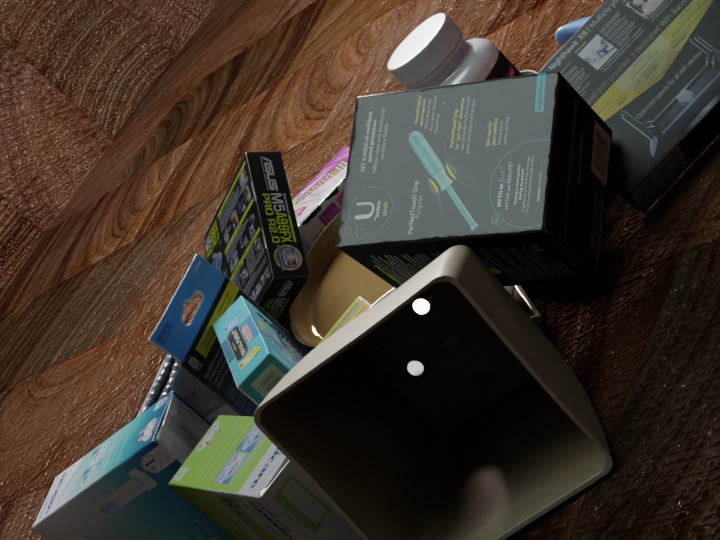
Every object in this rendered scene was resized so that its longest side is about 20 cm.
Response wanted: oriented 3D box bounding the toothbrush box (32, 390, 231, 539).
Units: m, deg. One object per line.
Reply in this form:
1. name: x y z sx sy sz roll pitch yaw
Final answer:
1. toothbrush box: -0.217 0.241 1.586 0.200 0.146 0.085 -38 20 28

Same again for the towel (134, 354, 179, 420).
1. towel: -0.226 0.195 1.732 0.166 0.086 0.200 -57 9 40

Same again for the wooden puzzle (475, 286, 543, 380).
1. wooden puzzle: 0.075 0.067 1.450 0.185 0.046 0.200 -43 16 8

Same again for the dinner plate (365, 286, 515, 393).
1. dinner plate: 0.050 0.047 1.411 0.200 0.024 0.200 -29 22 13

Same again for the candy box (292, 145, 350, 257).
1. candy box: -0.042 -0.068 1.822 0.200 0.061 0.136 -48 15 -18

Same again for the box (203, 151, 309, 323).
1. box: -0.121 -0.016 1.725 0.200 0.044 0.160 124 138 -54

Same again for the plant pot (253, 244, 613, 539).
1. plant pot: 0.067 0.095 1.223 0.200 0.200 0.177 -37 12 21

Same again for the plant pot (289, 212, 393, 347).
1. plant pot: 0.000 0.000 1.641 0.200 0.027 0.200 -35 37 31

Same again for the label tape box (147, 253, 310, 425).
1. label tape box: -0.141 0.101 1.619 0.066 0.200 0.143 -35 22 37

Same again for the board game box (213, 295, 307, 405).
1. board game box: -0.067 0.115 1.512 0.047 0.151 0.200 -46 18 2

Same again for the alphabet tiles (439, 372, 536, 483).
1. alphabet tiles: 0.086 0.135 1.371 0.200 0.006 0.166 -34 23 32

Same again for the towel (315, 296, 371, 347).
1. towel: 0.005 0.086 1.472 0.086 0.018 0.200 -51 22 1

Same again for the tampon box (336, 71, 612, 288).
1. tampon box: 0.101 -0.073 1.337 0.200 0.126 0.150 -4 68 31

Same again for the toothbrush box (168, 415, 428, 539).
1. toothbrush box: -0.057 0.202 1.323 0.086 0.146 0.200 -54 21 -22

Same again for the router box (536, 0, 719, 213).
1. router box: 0.267 -0.176 1.405 0.200 0.052 0.157 -46 60 1

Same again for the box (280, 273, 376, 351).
1. box: -0.007 0.011 1.750 0.200 0.050 0.158 -34 22 32

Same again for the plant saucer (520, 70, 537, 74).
1. plant saucer: 0.143 -0.152 1.787 0.200 0.032 0.200 -39 20 18

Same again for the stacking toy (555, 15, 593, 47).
1. stacking toy: 0.237 -0.143 1.490 0.116 0.110 0.200 -3 57 40

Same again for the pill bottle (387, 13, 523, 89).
1. pill bottle: 0.126 -0.172 1.601 0.111 0.200 0.111 -41 20 18
